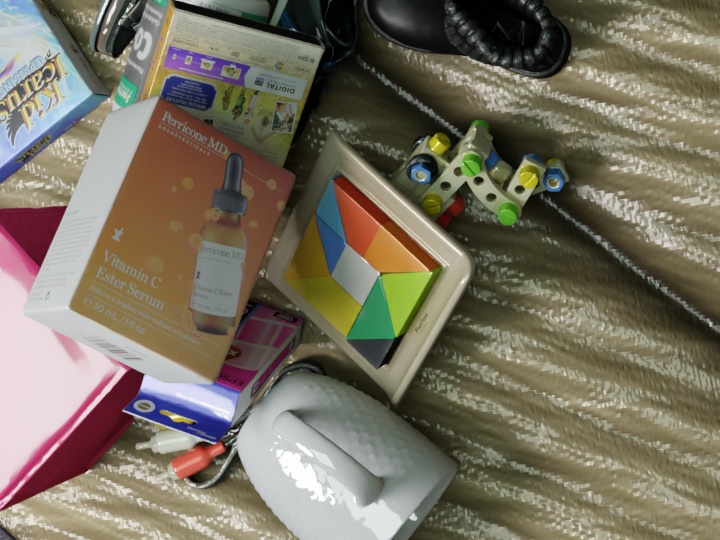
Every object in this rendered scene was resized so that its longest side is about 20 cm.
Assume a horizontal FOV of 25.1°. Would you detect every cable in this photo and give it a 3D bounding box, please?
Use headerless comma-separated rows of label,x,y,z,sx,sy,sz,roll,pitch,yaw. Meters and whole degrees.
cable,-0.121,0.155,1.575,0.199,0.050,0.098,-19,93,16

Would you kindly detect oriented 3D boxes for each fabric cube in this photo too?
fabric cube,-0.309,0.077,1.548,0.196,0.200,0.199,-45,82,13

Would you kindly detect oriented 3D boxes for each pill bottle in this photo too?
pill bottle,-0.168,-0.178,1.532,0.113,0.113,0.201,24,103,14

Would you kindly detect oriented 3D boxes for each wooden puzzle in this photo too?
wooden puzzle,0.000,0.000,1.482,0.200,0.037,0.185,46,132,22

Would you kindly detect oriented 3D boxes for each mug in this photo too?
mug,-0.024,0.176,1.471,0.175,0.200,0.148,38,83,12

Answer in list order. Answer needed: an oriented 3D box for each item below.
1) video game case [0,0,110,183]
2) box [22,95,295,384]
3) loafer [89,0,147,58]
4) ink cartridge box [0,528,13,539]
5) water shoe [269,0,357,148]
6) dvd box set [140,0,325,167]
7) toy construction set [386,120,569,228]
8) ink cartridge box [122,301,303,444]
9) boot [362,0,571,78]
video game case,-0.381,-0.193,1.633,0.200,0.045,0.182,-36,84,15
box,-0.172,-0.023,1.391,0.152,0.106,0.201,28,73,-27
loafer,-0.192,-0.288,1.560,0.063,0.072,0.201,31,100,7
ink cartridge box,-0.453,0.293,1.668,0.200,0.076,0.137,40,103,9
water shoe,-0.049,-0.206,1.507,0.079,0.071,0.201,21,100,47
dvd box set,-0.131,-0.134,1.475,0.146,0.029,0.201,11,115,-21
toy construction set,0.084,-0.054,1.487,0.131,0.092,0.200,34,111,-14
ink cartridge box,-0.133,0.086,1.498,0.094,0.200,0.037,18,121,13
boot,0.085,-0.229,1.433,0.210,0.158,0.080,16,97,15
